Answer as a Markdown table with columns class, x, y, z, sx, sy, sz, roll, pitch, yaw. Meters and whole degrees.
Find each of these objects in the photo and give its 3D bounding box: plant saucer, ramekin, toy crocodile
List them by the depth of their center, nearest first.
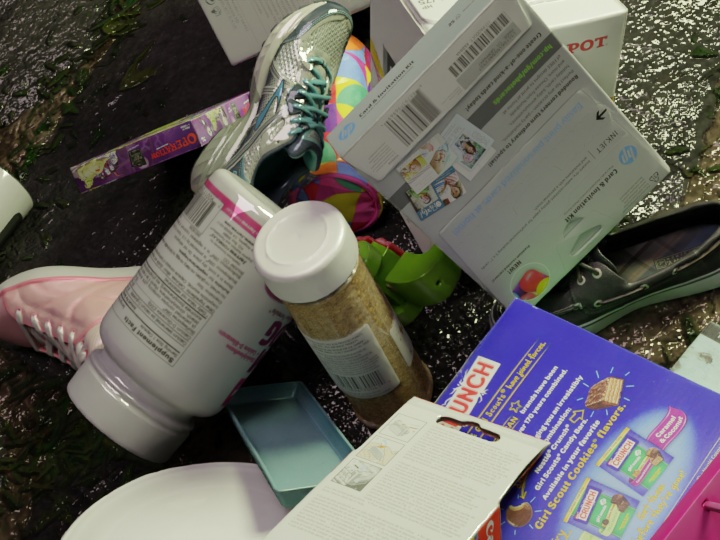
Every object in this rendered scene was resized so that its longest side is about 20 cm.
| class | x | y | z | sx | sy | sz | roll | pitch | yaw |
| --- | --- | --- | --- | --- | --- | --- | --- | --- | --- |
| ramekin | -0.098 | 0.220 | 0.841 | 0.201 | 0.095 | 0.203 | -2 | 25 | 1 |
| plant saucer | -0.051 | 0.122 | 0.926 | 0.069 | 0.019 | 0.200 | -5 | 16 | -17 |
| toy crocodile | 0.000 | 0.000 | 1.006 | 0.200 | 0.067 | 0.062 | 3 | 61 | 58 |

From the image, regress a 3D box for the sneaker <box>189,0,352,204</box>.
| class | x | y | z | sx | sy | sz | roll | pitch | yaw |
| --- | --- | --- | --- | --- | --- | --- | --- | --- | --- |
| sneaker | -0.051 | -0.120 | 1.043 | 0.086 | 0.077 | 0.201 | 30 | 92 | 43 |

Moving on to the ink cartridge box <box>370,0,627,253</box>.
| class | x | y | z | sx | sy | sz | roll | pitch | yaw |
| --- | --- | --- | --- | --- | --- | --- | --- | --- | --- |
| ink cartridge box | 0.097 | -0.137 | 0.988 | 0.146 | 0.201 | 0.146 | -14 | 45 | -14 |

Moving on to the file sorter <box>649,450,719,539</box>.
| class | x | y | z | sx | sy | sz | roll | pitch | yaw |
| --- | --- | --- | --- | --- | --- | --- | --- | --- | --- |
| file sorter | 0.253 | 0.176 | 0.699 | 0.200 | 0.139 | 0.125 | -46 | 14 | -15 |

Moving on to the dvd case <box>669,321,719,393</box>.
| class | x | y | z | sx | sy | sz | roll | pitch | yaw |
| --- | --- | --- | --- | --- | --- | --- | --- | --- | --- |
| dvd case | 0.231 | 0.139 | 0.849 | 0.200 | 0.022 | 0.146 | -45 | 49 | -15 |

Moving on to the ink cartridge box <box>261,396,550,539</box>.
| class | x | y | z | sx | sy | sz | roll | pitch | yaw |
| --- | --- | --- | --- | --- | --- | --- | --- | --- | --- |
| ink cartridge box | 0.022 | 0.160 | 0.773 | 0.108 | 0.051 | 0.200 | 16 | 37 | 32 |

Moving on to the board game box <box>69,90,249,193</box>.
| class | x | y | z | sx | sy | sz | roll | pitch | yaw |
| --- | --- | --- | --- | --- | --- | --- | --- | --- | --- |
| board game box | -0.165 | -0.119 | 1.151 | 0.119 | 0.032 | 0.200 | -23 | 9 | 18 |

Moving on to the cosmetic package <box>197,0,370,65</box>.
| class | x | y | z | sx | sy | sz | roll | pitch | yaw |
| --- | --- | --- | --- | --- | --- | --- | --- | --- | --- |
| cosmetic package | -0.045 | -0.312 | 1.217 | 0.199 | 0.123 | 0.200 | -21 | 24 | 17 |

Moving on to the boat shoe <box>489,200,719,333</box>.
| class | x | y | z | sx | sy | sz | roll | pitch | yaw |
| --- | --- | --- | --- | --- | --- | --- | --- | --- | --- |
| boat shoe | 0.185 | 0.000 | 0.951 | 0.199 | 0.066 | 0.070 | -16 | 48 | 12 |

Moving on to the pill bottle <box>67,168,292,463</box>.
| class | x | y | z | sx | sy | sz | roll | pitch | yaw |
| --- | --- | --- | --- | --- | --- | --- | --- | --- | --- |
| pill bottle | -0.121 | 0.035 | 0.957 | 0.200 | 0.113 | 0.113 | -52 | 49 | 3 |

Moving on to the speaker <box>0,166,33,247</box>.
| class | x | y | z | sx | sy | sz | roll | pitch | yaw |
| --- | --- | --- | --- | --- | --- | --- | --- | --- | --- |
| speaker | -0.400 | -0.010 | 1.218 | 0.081 | 0.081 | 0.201 | 15 | 61 | 33 |

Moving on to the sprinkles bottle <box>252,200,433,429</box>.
| class | x | y | z | sx | sy | sz | roll | pitch | yaw |
| --- | --- | --- | --- | --- | --- | --- | --- | --- | --- |
| sprinkles bottle | -0.008 | 0.037 | 0.918 | 0.068 | 0.200 | 0.069 | -13 | 49 | 15 |

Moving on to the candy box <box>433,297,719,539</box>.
| class | x | y | z | sx | sy | sz | roll | pitch | yaw |
| --- | --- | --- | --- | --- | --- | --- | --- | --- | --- |
| candy box | 0.138 | 0.132 | 0.832 | 0.199 | 0.077 | 0.169 | 28 | 72 | 37 |

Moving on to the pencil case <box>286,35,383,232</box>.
| class | x | y | z | sx | sy | sz | roll | pitch | yaw |
| --- | --- | --- | --- | --- | --- | --- | --- | --- | --- |
| pencil case | -0.027 | -0.121 | 1.137 | 0.088 | 0.089 | 0.201 | -13 | 48 | 15 |

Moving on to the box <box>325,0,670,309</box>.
| class | x | y | z | sx | sy | sz | roll | pitch | yaw |
| --- | --- | --- | --- | --- | --- | --- | --- | --- | --- |
| box | 0.098 | -0.079 | 0.885 | 0.156 | 0.200 | 0.041 | -45 | 31 | 8 |

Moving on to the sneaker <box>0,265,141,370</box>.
| class | x | y | z | sx | sy | sz | roll | pitch | yaw |
| --- | --- | --- | --- | --- | --- | --- | --- | --- | --- |
| sneaker | -0.241 | 0.056 | 1.095 | 0.199 | 0.076 | 0.105 | -5 | 46 | 16 |

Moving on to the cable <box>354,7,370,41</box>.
| class | x | y | z | sx | sy | sz | roll | pitch | yaw |
| --- | --- | --- | --- | --- | --- | --- | --- | --- | --- |
| cable | 0.080 | -0.240 | 1.204 | 0.162 | 0.051 | 0.201 | -28 | 47 | 2 |
